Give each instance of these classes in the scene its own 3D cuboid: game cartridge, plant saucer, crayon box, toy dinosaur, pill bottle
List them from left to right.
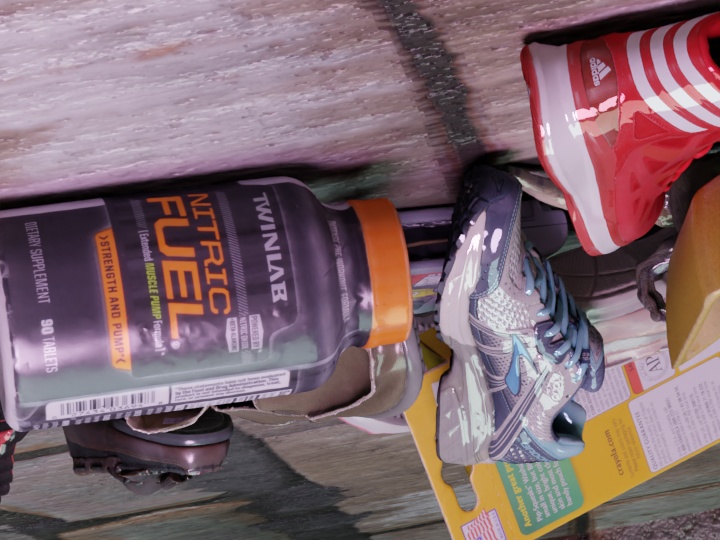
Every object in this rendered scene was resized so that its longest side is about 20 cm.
[{"bbox_3d":[-0.077,0.012,1.295,0.199,0.107,0.106,-8,169,-11],"label":"pill bottle"},{"bbox_3d":[0.000,0.000,1.484,0.199,0.041,0.133,-6,172,-18],"label":"game cartridge"},{"bbox_3d":[0.117,0.067,1.526,0.199,0.126,0.052,-26,-158,-13],"label":"crayon box"},{"bbox_3d":[0.175,-0.023,1.402,0.199,0.089,0.047,-7,-168,-9],"label":"toy dinosaur"},{"bbox_3d":[0.221,-0.044,1.280,0.199,0.049,0.200,-35,170,-5],"label":"plant saucer"}]

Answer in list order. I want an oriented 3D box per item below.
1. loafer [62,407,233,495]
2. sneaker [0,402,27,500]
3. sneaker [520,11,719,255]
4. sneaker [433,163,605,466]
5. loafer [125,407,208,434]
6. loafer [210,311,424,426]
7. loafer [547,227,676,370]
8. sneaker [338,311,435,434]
[{"bbox_3d":[-0.133,0.112,1.693,0.071,0.063,0.200,-5,-172,-27],"label":"loafer"},{"bbox_3d":[-0.219,0.063,1.523,0.073,0.087,0.200,-7,146,-45],"label":"sneaker"},{"bbox_3d":[0.145,-0.060,1.207,0.115,0.079,0.200,-11,170,13],"label":"sneaker"},{"bbox_3d":[0.086,0.024,1.394,0.086,0.078,0.201,7,138,9],"label":"sneaker"},{"bbox_3d":[-0.112,0.061,1.598,0.075,0.069,0.200,-15,168,24],"label":"loafer"},{"bbox_3d":[-0.029,0.050,1.425,0.069,0.076,0.200,-9,170,-26],"label":"loafer"},{"bbox_3d":[0.185,0.010,1.477,0.199,0.072,0.063,-12,125,-16],"label":"loafer"},{"bbox_3d":[0.001,0.062,1.631,0.104,0.076,0.200,-16,-179,28],"label":"sneaker"}]
